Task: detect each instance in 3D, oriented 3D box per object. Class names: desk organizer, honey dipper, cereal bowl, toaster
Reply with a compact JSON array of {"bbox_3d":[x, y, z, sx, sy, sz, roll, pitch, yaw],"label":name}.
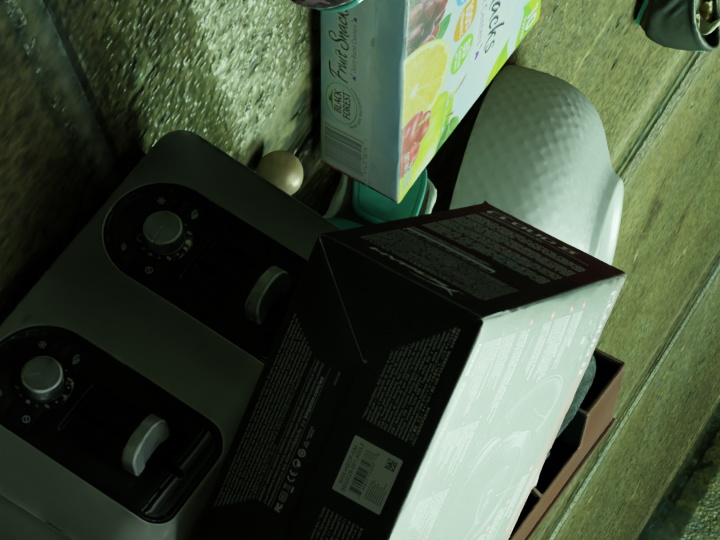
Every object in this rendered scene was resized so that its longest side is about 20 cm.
[{"bbox_3d":[0.135,0.144,1.880,0.200,0.072,0.077,-49,158,-37],"label":"desk organizer"},{"bbox_3d":[-0.060,0.027,1.149,0.038,0.038,0.200,-38,148,-53],"label":"honey dipper"},{"bbox_3d":[0.107,-0.018,1.397,0.200,0.083,0.200,13,90,-79],"label":"cereal bowl"},{"bbox_3d":[-0.086,0.074,0.987,0.181,0.119,0.200,-51,162,-27],"label":"toaster"}]

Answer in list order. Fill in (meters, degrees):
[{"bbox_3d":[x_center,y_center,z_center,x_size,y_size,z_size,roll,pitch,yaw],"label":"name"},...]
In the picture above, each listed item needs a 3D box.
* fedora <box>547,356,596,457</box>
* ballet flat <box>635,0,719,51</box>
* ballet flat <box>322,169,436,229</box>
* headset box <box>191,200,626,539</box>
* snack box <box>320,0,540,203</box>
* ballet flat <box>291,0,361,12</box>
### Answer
[{"bbox_3d":[0.104,0.081,1.628,0.201,0.092,0.201,-53,162,-25],"label":"fedora"},{"bbox_3d":[0.244,-0.229,1.574,0.068,0.068,0.200,-46,159,-40],"label":"ballet flat"},{"bbox_3d":[0.000,0.000,1.154,0.200,0.069,0.069,-66,179,-67],"label":"ballet flat"},{"bbox_3d":[0.026,0.057,0.945,0.200,0.077,0.149,-16,132,-67],"label":"headset box"},{"bbox_3d":[0.038,-0.145,1.109,0.142,0.053,0.200,-54,163,-27],"label":"snack box"},{"bbox_3d":[0.023,-0.194,0.976,0.200,0.069,0.071,-52,143,-26],"label":"ballet flat"}]
